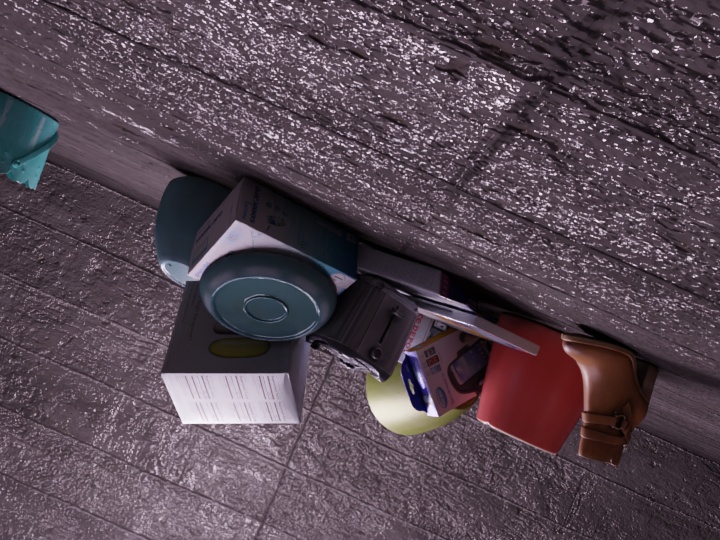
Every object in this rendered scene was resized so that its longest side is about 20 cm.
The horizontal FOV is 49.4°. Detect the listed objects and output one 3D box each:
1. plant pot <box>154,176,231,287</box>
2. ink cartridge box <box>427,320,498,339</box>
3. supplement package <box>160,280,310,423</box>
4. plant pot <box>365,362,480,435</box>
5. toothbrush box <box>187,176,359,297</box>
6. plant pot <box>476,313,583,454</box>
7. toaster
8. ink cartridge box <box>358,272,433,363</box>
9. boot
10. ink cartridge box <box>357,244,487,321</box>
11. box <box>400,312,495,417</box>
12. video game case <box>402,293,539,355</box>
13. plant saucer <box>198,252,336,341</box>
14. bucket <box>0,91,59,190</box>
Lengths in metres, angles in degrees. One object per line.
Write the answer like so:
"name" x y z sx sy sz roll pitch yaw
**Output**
"plant pot" -0.274 -0.045 1.351 0.198 0.136 0.201 18 153 10
"ink cartridge box" 0.184 0.114 1.539 0.199 0.085 0.146 22 174 24
"supplement package" -0.194 0.132 1.281 0.198 0.192 0.148 -1 138 5
"plant pot" 0.133 0.211 1.452 0.186 0.189 0.200 25 161 -17
"toothbrush box" -0.123 -0.022 1.120 0.199 0.086 0.146 28 134 -26
"plant pot" 0.289 0.191 1.283 0.199 0.179 0.200 23 175 2
"toaster" 0.001 0.083 1.203 0.113 0.130 0.200 36 168 -21
"ink cartridge box" 0.028 0.064 1.381 0.199 0.146 0.085 24 176 -2
"boot" 0.323 0.178 1.076 0.199 0.156 0.076 28 174 -39
"ink cartridge box" 0.109 0.027 1.202 0.199 0.044 0.196 18 173 27
"box" 0.162 0.163 1.334 0.199 0.120 0.041 -24 -174 -31
"video game case" 0.160 0.081 1.211 0.142 0.018 0.199 25 175 -33
"plant saucer" -0.133 0.047 1.116 0.198 0.028 0.201 3 142 2
"bucket" -0.669 -0.252 1.448 0.206 0.136 0.207 25 176 2
